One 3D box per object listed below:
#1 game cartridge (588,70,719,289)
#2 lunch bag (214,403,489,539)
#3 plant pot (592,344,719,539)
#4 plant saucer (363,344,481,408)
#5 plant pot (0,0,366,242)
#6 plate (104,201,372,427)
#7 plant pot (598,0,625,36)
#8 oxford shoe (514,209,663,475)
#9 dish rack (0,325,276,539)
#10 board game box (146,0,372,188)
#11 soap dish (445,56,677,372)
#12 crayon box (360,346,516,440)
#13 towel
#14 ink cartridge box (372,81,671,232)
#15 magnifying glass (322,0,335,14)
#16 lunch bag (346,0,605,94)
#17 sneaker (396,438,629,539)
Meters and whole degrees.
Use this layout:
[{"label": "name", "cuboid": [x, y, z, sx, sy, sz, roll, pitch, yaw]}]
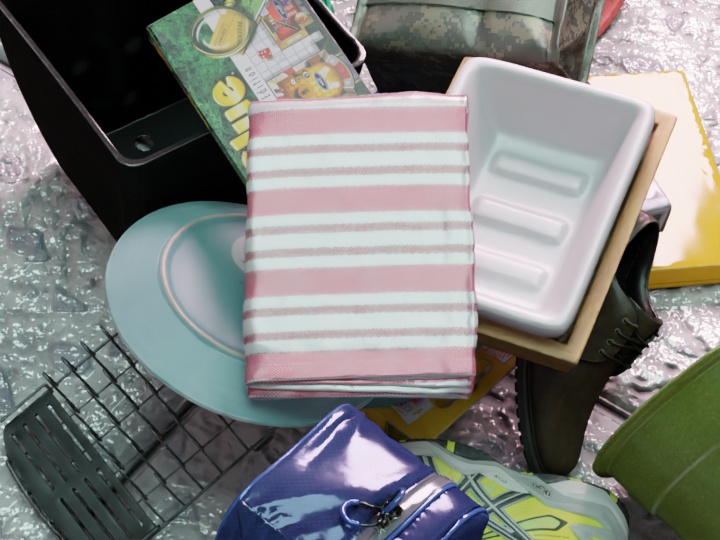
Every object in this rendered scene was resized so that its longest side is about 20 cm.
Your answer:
[{"label": "game cartridge", "cuboid": [0.189, -0.069, 1.542, 0.175, 0.033, 0.201, -4, 54, -8]}, {"label": "lunch bag", "cuboid": [-0.004, 0.190, 1.204, 0.132, 0.201, 0.136, 36, 51, 19]}, {"label": "plant pot", "cuboid": [0.283, 0.148, 1.289, 0.199, 0.200, 0.191, -26, 70, -23]}, {"label": "plant saucer", "cuboid": [0.000, 0.000, 1.386, 0.198, 0.027, 0.201, -3, 59, 5]}, {"label": "plant pot", "cuboid": [-0.137, -0.122, 1.457, 0.199, 0.178, 0.200, -27, 61, -24]}, {"label": "plate", "cuboid": [-0.067, 0.018, 1.300, 0.199, 0.026, 0.201, 13, 42, -12]}, {"label": "plant pot", "cuboid": [0.121, -0.295, 1.625, 0.177, 0.201, 0.200, 26, 53, 28]}, {"label": "oxford shoe", "cuboid": [0.159, 0.048, 1.368, 0.084, 0.073, 0.202, 9, 82, 35]}, {"label": "dish rack", "cuboid": [-0.143, 0.091, 1.330, 0.200, 0.055, 0.153, -40, 64, -6]}, {"label": "board game box", "cuboid": [-0.049, -0.108, 1.321, 0.104, 0.023, 0.201, -32, 68, -8]}, {"label": "soap dish", "cuboid": [0.106, -0.036, 1.330, 0.156, 0.081, 0.201, 17, 63, 18]}, {"label": "crayon box", "cuboid": [0.009, 0.046, 1.417, 0.200, 0.052, 0.126, 37, 57, 24]}, {"label": "towel", "cuboid": [-0.001, -0.016, 1.257, 0.145, 0.030, 0.202, -1, 71, 1]}, {"label": "ink cartridge box", "cuboid": [0.099, -0.087, 1.487, 0.199, 0.044, 0.199, -13, 51, -20]}, {"label": "magnifying glass", "cuboid": [-0.048, -0.168, 1.567, 0.079, 0.023, 0.200, -20, 34, 0]}, {"label": "lunch bag", "cuboid": [0.097, -0.229, 1.450, 0.163, 0.118, 0.201, 8, 73, 19]}, {"label": "sneaker", "cuboid": [0.076, 0.167, 1.310, 0.198, 0.076, 0.077, 10, 50, 5]}]
